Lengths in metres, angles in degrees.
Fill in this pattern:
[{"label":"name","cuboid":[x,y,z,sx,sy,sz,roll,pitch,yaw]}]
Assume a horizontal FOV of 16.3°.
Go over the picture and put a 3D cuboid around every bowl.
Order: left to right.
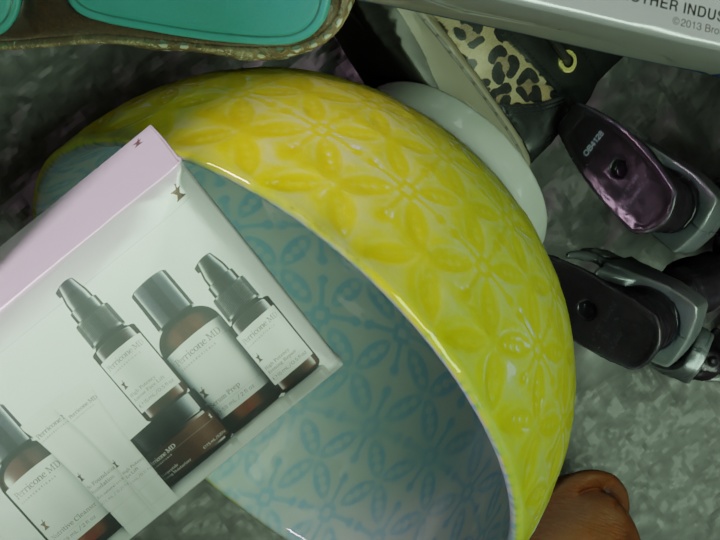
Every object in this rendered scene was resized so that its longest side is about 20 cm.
[{"label":"bowl","cuboid":[0.000,0.000,0.838,0.108,0.200,0.200,-48,123,-28]}]

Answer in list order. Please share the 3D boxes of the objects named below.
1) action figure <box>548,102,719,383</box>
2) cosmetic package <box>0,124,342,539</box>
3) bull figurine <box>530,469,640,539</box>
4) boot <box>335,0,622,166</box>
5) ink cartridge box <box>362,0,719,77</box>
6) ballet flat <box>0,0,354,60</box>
[{"label":"action figure","cuboid":[0.138,-0.011,0.936,0.200,0.069,0.130,4,115,-56]},{"label":"cosmetic package","cuboid":[-0.110,0.055,0.726,0.200,0.051,0.083,-40,111,-2]},{"label":"bull figurine","cuboid":[0.036,0.162,0.969,0.200,0.065,0.122,-37,126,-4]},{"label":"boot","cuboid":[0.046,-0.142,0.867,0.150,0.073,0.200,-38,111,-15]},{"label":"ink cartridge box","cuboid":[0.078,-0.167,0.737,0.136,0.076,0.201,10,92,-19]},{"label":"ballet flat","cuboid":[-0.098,-0.104,0.804,0.199,0.065,0.071,11,110,2]}]
